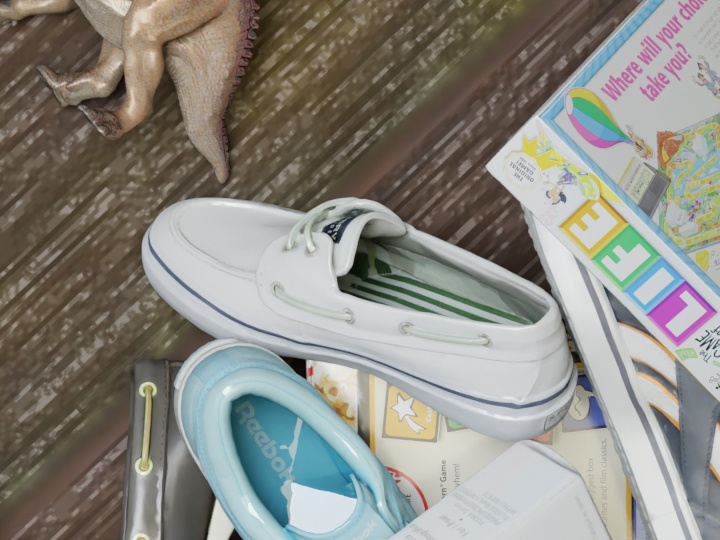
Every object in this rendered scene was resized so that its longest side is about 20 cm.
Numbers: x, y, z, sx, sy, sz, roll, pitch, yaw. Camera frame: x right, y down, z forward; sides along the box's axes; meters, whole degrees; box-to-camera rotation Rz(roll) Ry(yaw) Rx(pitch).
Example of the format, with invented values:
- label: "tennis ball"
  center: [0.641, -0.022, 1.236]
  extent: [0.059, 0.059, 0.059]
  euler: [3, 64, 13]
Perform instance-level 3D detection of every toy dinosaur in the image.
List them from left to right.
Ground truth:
- label: "toy dinosaur"
  center: [-0.089, -0.136, 1.166]
  extent: [0.135, 0.086, 0.200]
  euler: [-38, 96, -7]

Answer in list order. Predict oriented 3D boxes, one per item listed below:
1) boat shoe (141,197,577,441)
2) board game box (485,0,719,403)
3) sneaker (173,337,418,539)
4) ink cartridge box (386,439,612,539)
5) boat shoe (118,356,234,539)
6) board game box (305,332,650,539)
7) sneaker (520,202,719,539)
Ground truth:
- label: "boat shoe"
  center: [0.000, 0.000, 1.140]
  extent: [0.200, 0.067, 0.074]
  euler: [19, 46, 20]
- label: "board game box"
  center: [0.145, -0.045, 1.119]
  extent: [0.134, 0.200, 0.034]
  euler: [45, 128, 0]
- label: "sneaker"
  center: [-0.004, 0.115, 1.111]
  extent: [0.074, 0.082, 0.200]
  euler: [-43, 97, -1]
- label: "ink cartridge box"
  center: [0.030, 0.188, 1.090]
  extent: [0.200, 0.057, 0.163]
  euler: [-33, 118, -14]
- label: "boat shoe"
  center: [-0.089, 0.137, 1.170]
  extent: [0.060, 0.072, 0.202]
  euler: [14, 82, -3]
- label: "board game box"
  center: [0.076, 0.101, 1.182]
  extent: [0.199, 0.046, 0.152]
  euler: [0, 90, 0]
- label: "sneaker"
  center: [0.128, 0.038, 1.122]
  extent: [0.079, 0.078, 0.200]
  euler: [-23, 98, 3]
